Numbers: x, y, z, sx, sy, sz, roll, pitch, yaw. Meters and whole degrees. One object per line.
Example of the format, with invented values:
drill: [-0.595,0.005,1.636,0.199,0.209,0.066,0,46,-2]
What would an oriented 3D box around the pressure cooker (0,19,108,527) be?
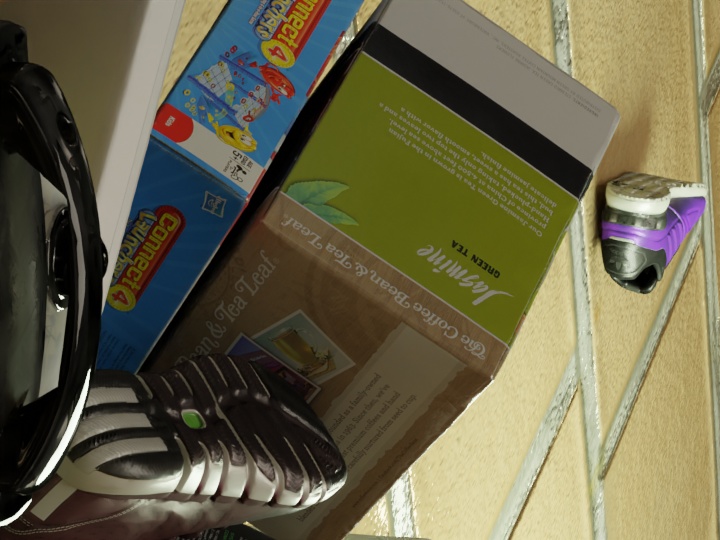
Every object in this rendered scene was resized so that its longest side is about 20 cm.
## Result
pressure cooker: [-0.183,-0.004,1.017,0.176,0.198,0.179,72,28,-49]

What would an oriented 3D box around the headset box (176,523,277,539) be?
headset box: [-0.104,0.235,1.345,0.200,0.092,0.175,-52,-165,46]

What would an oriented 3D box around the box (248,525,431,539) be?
box: [-0.051,0.239,1.543,0.106,0.151,0.202,4,89,-71]

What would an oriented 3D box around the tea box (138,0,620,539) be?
tea box: [0.000,0.000,1.409,0.200,0.133,0.197,-50,-172,49]

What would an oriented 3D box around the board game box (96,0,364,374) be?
board game box: [-0.086,-0.037,1.371,0.200,0.056,0.196,-55,-175,39]

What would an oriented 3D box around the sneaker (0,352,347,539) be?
sneaker: [-0.099,0.096,1.270,0.200,0.115,0.076,10,44,-56]

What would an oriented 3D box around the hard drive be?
hard drive: [-0.143,-0.039,1.255,0.027,0.131,0.201,32,58,-35]

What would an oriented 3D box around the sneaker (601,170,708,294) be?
sneaker: [0.253,-0.031,2.573,0.200,0.069,0.100,-15,114,-67]
